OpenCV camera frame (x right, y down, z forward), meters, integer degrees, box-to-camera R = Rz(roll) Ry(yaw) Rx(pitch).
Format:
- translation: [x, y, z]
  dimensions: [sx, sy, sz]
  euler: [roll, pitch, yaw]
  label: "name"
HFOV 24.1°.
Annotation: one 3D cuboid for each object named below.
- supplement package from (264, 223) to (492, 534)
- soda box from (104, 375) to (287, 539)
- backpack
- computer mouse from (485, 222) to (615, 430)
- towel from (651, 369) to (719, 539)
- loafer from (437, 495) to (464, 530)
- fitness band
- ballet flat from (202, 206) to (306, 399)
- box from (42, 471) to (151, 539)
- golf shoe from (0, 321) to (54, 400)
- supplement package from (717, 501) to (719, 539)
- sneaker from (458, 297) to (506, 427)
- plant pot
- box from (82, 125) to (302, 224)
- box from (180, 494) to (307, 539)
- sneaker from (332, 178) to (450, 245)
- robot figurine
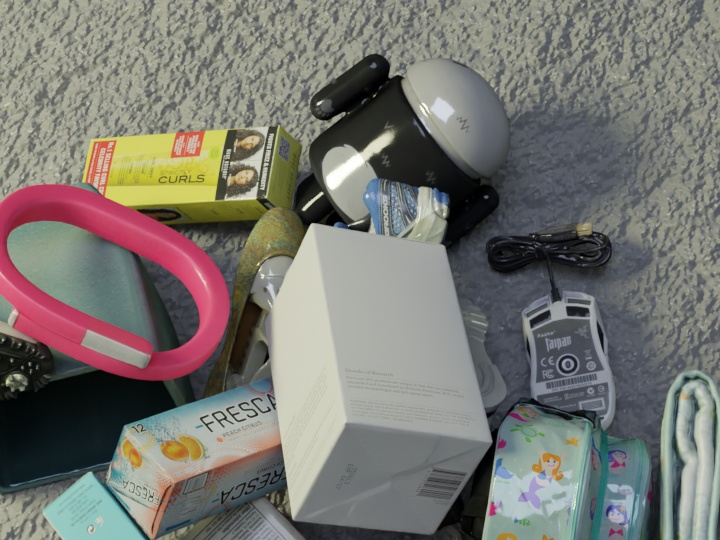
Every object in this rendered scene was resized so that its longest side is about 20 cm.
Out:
- translation: [0.009, 0.081, 1.290]
  dimensions: [0.119, 0.122, 0.201]
  euler: [9, 44, -20]
  label: "supplement package"
- translation: [-0.098, 0.138, 1.316]
  dimensions: [0.199, 0.064, 0.068]
  euler: [-15, 49, -45]
  label: "soda box"
- translation: [0.146, 0.193, 1.295]
  dimensions: [0.150, 0.200, 0.179]
  euler: [9, 91, 14]
  label: "backpack"
- translation: [0.172, 0.057, 1.448]
  dimensions: [0.109, 0.044, 0.201]
  euler: [-10, 66, 10]
  label: "computer mouse"
- translation: [0.248, 0.197, 1.312]
  dimensions: [0.048, 0.171, 0.201]
  euler: [7, 69, 8]
  label: "towel"
- translation: [0.005, 0.157, 1.418]
  dimensions: [0.200, 0.073, 0.071]
  euler: [39, 85, 26]
  label: "loafer"
- translation: [-0.196, 0.008, 1.300]
  dimensions: [0.199, 0.037, 0.144]
  euler: [26, 41, -9]
  label: "fitness band"
- translation: [-0.080, 0.048, 1.435]
  dimensions: [0.070, 0.071, 0.201]
  euler: [19, 94, 14]
  label: "ballet flat"
- translation: [-0.153, 0.247, 1.269]
  dimensions: [0.049, 0.082, 0.200]
  euler: [-40, 69, -9]
  label: "box"
- translation: [-0.324, 0.041, 1.292]
  dimensions: [0.199, 0.077, 0.088]
  euler: [9, 44, 9]
  label: "golf shoe"
- translation: [0.333, 0.162, 1.301]
  dimensions: [0.113, 0.200, 0.110]
  euler: [9, 69, 9]
  label: "supplement package"
- translation: [0.068, 0.085, 1.408]
  dimensions: [0.076, 0.081, 0.200]
  euler: [9, 28, -8]
  label: "sneaker"
- translation: [-0.256, 0.044, 1.427]
  dimensions: [0.195, 0.197, 0.201]
  euler: [-13, 62, 1]
  label: "plant pot"
- translation: [-0.153, -0.083, 1.507]
  dimensions: [0.199, 0.050, 0.076]
  euler: [-1, 68, 27]
  label: "box"
- translation: [-0.063, 0.287, 1.344]
  dimensions: [0.128, 0.109, 0.200]
  euler: [-42, 70, -10]
  label: "box"
- translation: [0.000, 0.000, 1.422]
  dimensions: [0.085, 0.201, 0.077]
  euler: [22, 31, -10]
  label: "sneaker"
- translation: [0.036, -0.097, 1.469]
  dimensions: [0.200, 0.150, 0.125]
  euler: [-37, 57, 15]
  label: "robot figurine"
